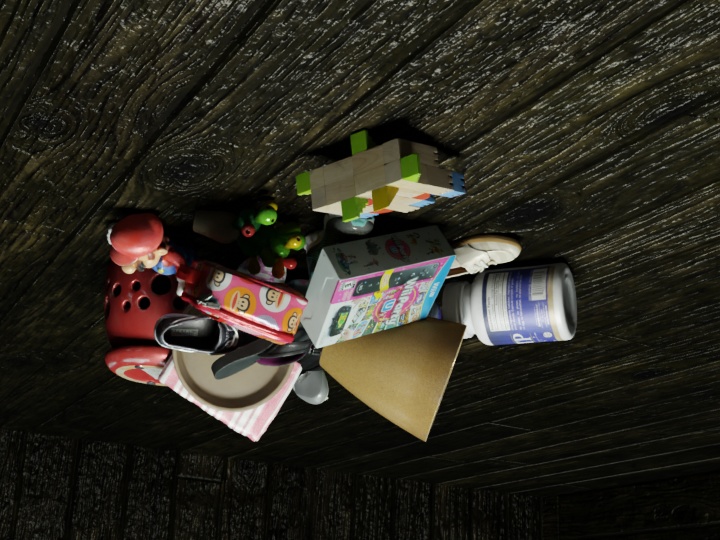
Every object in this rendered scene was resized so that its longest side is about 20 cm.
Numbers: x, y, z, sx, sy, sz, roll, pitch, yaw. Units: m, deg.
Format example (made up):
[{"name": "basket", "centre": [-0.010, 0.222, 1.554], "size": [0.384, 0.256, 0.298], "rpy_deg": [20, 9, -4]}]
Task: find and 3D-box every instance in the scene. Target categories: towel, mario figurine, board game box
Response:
[{"name": "towel", "centre": [-0.205, 0.161, 1.776], "size": [0.199, 0.148, 0.030], "rpy_deg": [35, 173, -17]}, {"name": "mario figurine", "centre": [-0.311, -0.014, 1.670], "size": [0.121, 0.108, 0.200], "rpy_deg": [-5, 162, 25]}, {"name": "board game box", "centre": [0.023, 0.022, 1.609], "size": [0.197, 0.065, 0.149], "rpy_deg": [-14, 145, -31]}]

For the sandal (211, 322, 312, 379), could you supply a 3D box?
[{"name": "sandal", "centre": [-0.127, 0.124, 1.687], "size": [0.198, 0.048, 0.076], "rpy_deg": [-26, 162, -9]}]

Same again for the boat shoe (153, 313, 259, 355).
[{"name": "boat shoe", "centre": [-0.210, 0.094, 1.687], "size": [0.196, 0.073, 0.068], "rpy_deg": [4, -176, -20]}]

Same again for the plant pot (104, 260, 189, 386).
[{"name": "plant pot", "centre": [-0.331, 0.086, 1.849], "size": [0.196, 0.186, 0.201], "rpy_deg": [4, 162, 1]}]

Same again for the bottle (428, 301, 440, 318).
[{"name": "bottle", "centre": [0.084, 0.062, 1.872], "size": [0.064, 0.085, 0.200], "rpy_deg": [6, 163, 20]}]

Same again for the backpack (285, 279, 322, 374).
[{"name": "backpack", "centre": [-0.085, 0.100, 1.894], "size": [0.175, 0.153, 0.200], "rpy_deg": [5, 157, -27]}]

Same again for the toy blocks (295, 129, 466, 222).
[{"name": "toy blocks", "centre": [0.036, -0.109, 1.390], "size": [0.198, 0.102, 0.135], "rpy_deg": [-15, 166, 41]}]

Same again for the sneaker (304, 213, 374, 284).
[{"name": "sneaker", "centre": [-0.031, -0.024, 1.622], "size": [0.076, 0.093, 0.200], "rpy_deg": [7, 161, -16]}]

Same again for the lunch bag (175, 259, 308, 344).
[{"name": "lunch bag", "centre": [-0.178, 0.035, 1.578], "size": [0.174, 0.083, 0.200], "rpy_deg": [22, 177, -18]}]

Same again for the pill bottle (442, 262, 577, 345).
[{"name": "pill bottle", "centre": [0.236, 0.056, 1.777], "size": [0.196, 0.122, 0.120], "rpy_deg": [-5, 160, 23]}]

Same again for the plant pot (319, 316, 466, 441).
[{"name": "plant pot", "centre": [0.043, 0.139, 1.731], "size": [0.197, 0.189, 0.187], "rpy_deg": [20, 163, 8]}]

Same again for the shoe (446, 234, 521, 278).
[{"name": "shoe", "centre": [0.151, -0.012, 1.692], "size": [0.197, 0.054, 0.070], "rpy_deg": [-8, 159, 29]}]

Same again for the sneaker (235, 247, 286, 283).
[{"name": "sneaker", "centre": [-0.174, 0.021, 1.806], "size": [0.079, 0.089, 0.201], "rpy_deg": [24, 134, -11]}]

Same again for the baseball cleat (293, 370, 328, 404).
[{"name": "baseball cleat", "centre": [-0.133, 0.161, 2.050], "size": [0.070, 0.201, 0.106], "rpy_deg": [-45, 143, 8]}]

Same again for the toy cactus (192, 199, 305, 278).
[{"name": "toy cactus", "centre": [-0.159, -0.045, 1.603], "size": [0.162, 0.104, 0.200], "rpy_deg": [13, 171, 2]}]

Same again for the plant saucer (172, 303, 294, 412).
[{"name": "plant saucer", "centre": [-0.196, 0.118, 1.745], "size": [0.196, 0.204, 0.029], "rpy_deg": [8, -177, -17]}]
